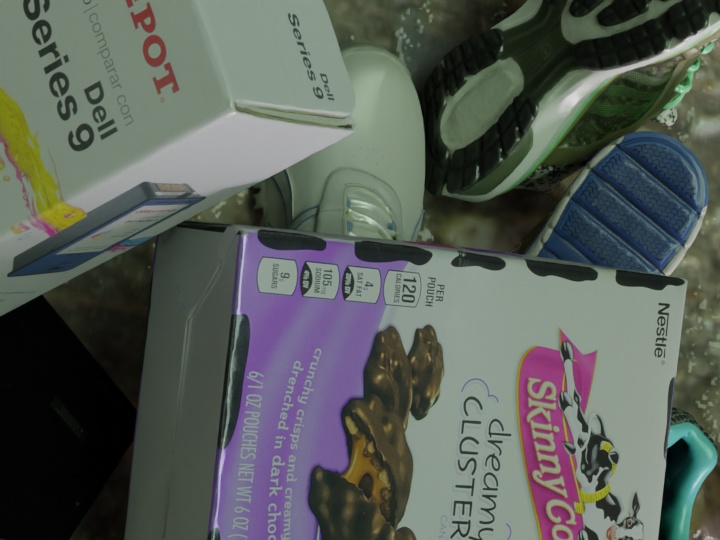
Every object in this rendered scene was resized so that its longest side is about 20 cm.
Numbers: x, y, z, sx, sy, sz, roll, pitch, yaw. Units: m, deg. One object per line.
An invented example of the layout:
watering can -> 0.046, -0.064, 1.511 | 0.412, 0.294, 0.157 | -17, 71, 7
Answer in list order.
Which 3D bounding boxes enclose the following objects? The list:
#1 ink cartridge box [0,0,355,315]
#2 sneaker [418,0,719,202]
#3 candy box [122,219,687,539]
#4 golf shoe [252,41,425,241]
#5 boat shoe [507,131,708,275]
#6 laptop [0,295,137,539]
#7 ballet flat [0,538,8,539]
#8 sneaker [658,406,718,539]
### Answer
ink cartridge box -> -0.118, -0.077, 0.945 | 0.087, 0.200, 0.146 | 2, 66, -60
sneaker -> 0.114, -0.093, 1.130 | 0.088, 0.200, 0.077 | 14, 51, -47
candy box -> 0.017, 0.074, 1.005 | 0.199, 0.071, 0.169 | 5, 90, -32
golf shoe -> 0.000, 0.000, 1.090 | 0.078, 0.097, 0.201 | 17, 76, -26
boat shoe -> 0.075, 0.029, 1.135 | 0.072, 0.072, 0.200 | 44, 93, 4
laptop -> -0.213, 0.064, 1.013 | 0.187, 0.116, 0.200 | 52, 35, -16
ballet flat -> -0.185, 0.134, 0.948 | 0.199, 0.057, 0.067 | -5, 106, -7
sneaker -> 0.091, 0.138, 1.132 | 0.077, 0.091, 0.201 | 27, 73, -24
